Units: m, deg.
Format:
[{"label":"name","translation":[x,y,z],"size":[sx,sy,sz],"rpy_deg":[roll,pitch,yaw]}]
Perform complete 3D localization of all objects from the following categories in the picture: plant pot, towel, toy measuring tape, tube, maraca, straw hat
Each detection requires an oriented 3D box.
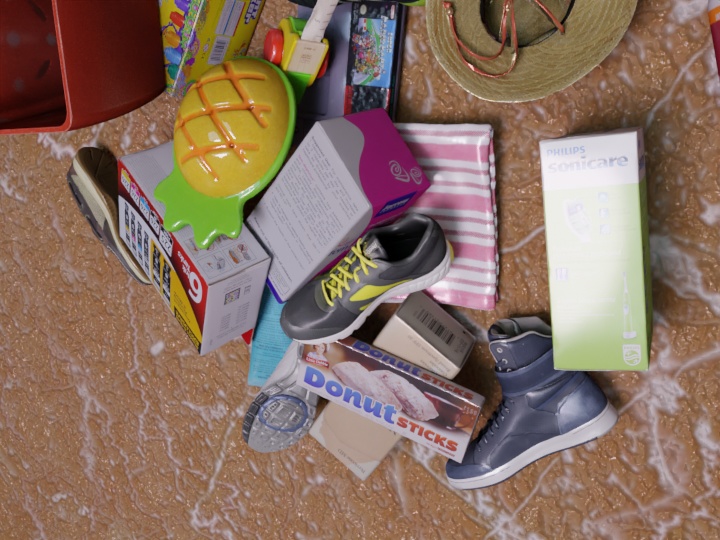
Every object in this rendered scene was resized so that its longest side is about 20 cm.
[{"label":"plant pot","translation":[-0.305,-0.242,0.717],"size":[0.195,0.176,0.206],"rpy_deg":[2,103,25]},{"label":"towel","translation":[0.076,-0.057,0.781],"size":[0.143,0.030,0.205],"rpy_deg":[3,112,23]},{"label":"toy measuring tape","translation":[-0.056,-0.251,0.739],"size":[0.074,0.073,0.201],"rpy_deg":[48,144,8]},{"label":"tube","translation":[-0.104,0.059,0.897],"size":[0.076,0.050,0.205],"rpy_deg":[10,109,19]},{"label":"maraca","translation":[-0.140,-0.125,0.743],"size":[0.135,0.107,0.204],"rpy_deg":[24,88,23]},{"label":"straw hat","translation":[0.159,-0.256,0.687],"size":[0.196,0.085,0.207],"rpy_deg":[1,94,16]}]

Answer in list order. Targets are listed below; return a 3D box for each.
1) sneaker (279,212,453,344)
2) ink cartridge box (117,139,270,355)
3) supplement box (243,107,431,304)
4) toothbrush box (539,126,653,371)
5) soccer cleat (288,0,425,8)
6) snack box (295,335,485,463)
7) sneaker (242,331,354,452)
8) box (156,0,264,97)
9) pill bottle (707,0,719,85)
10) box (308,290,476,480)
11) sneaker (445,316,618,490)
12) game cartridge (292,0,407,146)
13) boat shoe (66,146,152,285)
[{"label":"sneaker","translation":[0.000,0.000,0.734],"size":[0.197,0.085,0.075],"rpy_deg":[-30,58,-4]},{"label":"ink cartridge box","translation":[-0.201,-0.014,0.845],"size":[0.201,0.083,0.177],"rpy_deg":[49,144,23]},{"label":"supplement box","translation":[-0.033,-0.066,0.767],"size":[0.105,0.100,0.200],"rpy_deg":[57,137,12]},{"label":"toothbrush box","translation":[0.225,-0.026,0.674],"size":[0.084,0.145,0.206],"rpy_deg":[-1,101,24]},{"label":"soccer cleat","translation":[-0.009,-0.303,0.725],"size":[0.195,0.081,0.069],"rpy_deg":[10,97,21]},{"label":"snack box","translation":[0.028,0.125,0.755],"size":[0.196,0.024,0.073],"rpy_deg":[23,117,15]},{"label":"sneaker","translation":[-0.071,0.127,0.857],"size":[0.074,0.087,0.202],"rpy_deg":[35,96,-9]},{"label":"box","translation":[-0.217,-0.335,0.821],"size":[0.191,0.122,0.203],"rpy_deg":[34,113,14]},{"label":"pill bottle","translation":[0.365,-0.146,0.603],"size":[0.110,0.113,0.205],"rpy_deg":[-11,96,25]},{"label":"box","translation":[0.033,0.131,0.815],"size":[0.094,0.078,0.202],"rpy_deg":[37,120,6]},{"label":"sneaker","translation":[0.149,0.137,0.770],"size":[0.200,0.077,0.148],"rpy_deg":[-33,97,22]},{"label":"game cartridge","translation":[-0.015,-0.235,0.801],"size":[0.127,0.038,0.206],"rpy_deg":[12,106,26]},{"label":"boat shoe","translation":[-0.323,-0.065,0.960],"size":[0.064,0.073,0.203],"rpy_deg":[-34,83,37]}]
